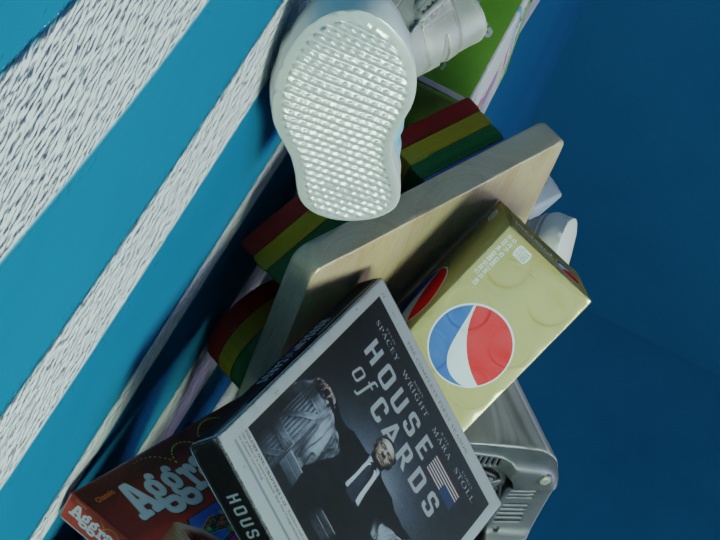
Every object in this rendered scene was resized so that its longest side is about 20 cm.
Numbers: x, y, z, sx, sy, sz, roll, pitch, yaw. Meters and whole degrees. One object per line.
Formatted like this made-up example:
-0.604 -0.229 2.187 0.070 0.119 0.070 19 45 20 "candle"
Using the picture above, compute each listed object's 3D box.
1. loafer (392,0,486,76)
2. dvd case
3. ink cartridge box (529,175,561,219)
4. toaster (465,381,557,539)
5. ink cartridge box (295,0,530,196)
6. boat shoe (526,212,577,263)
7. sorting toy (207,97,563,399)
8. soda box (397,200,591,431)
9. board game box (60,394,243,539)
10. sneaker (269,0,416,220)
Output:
0.037 -0.146 1.487 0.200 0.070 0.070 -62 175 -22 "loafer"
-0.003 0.109 1.393 0.025 0.151 0.200 -21 -167 34 "dvd case"
0.030 -0.003 1.743 0.162 0.057 0.200 -40 176 28 "ink cartridge box"
0.021 0.108 1.704 0.114 0.199 0.129 113 -30 -43 "toaster"
0.028 -0.090 1.670 0.148 0.076 0.200 105 12 -70 "ink cartridge box"
0.097 -0.001 1.686 0.200 0.068 0.072 70 37 -85 "boat shoe"
0.000 0.000 1.552 0.199 0.070 0.200 -28 156 -35 "sorting toy"
0.037 0.059 1.511 0.200 0.068 0.064 -46 -167 9 "soda box"
-0.061 0.121 1.390 0.200 0.103 0.019 -29 151 -57 "board game box"
-0.011 -0.102 1.328 0.200 0.074 0.082 98 -10 -64 "sneaker"
